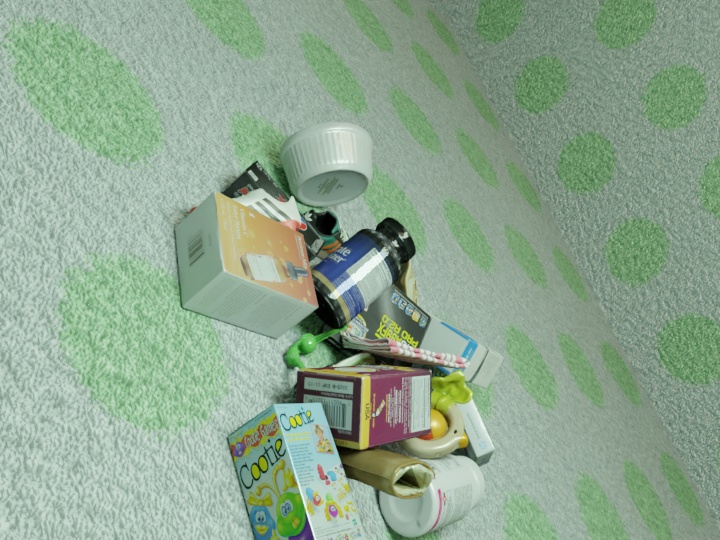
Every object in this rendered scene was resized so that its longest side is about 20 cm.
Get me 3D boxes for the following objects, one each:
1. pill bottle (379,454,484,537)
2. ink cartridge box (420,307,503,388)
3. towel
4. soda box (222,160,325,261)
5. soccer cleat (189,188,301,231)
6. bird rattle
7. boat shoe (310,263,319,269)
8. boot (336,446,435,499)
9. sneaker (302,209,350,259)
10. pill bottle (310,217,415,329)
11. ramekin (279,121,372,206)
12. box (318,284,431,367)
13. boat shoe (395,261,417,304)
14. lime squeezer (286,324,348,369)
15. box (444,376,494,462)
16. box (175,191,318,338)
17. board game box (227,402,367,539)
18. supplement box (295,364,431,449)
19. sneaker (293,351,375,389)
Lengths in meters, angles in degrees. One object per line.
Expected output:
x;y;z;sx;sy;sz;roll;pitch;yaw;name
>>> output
0.128;0.375;1.209;0.198;0.113;0.115;10;51;-54;pill bottle
0.192;0.164;1.483;0.145;0.086;0.199;31;0;36;ink cartridge box
0.081;0.142;1.255;0.197;0.145;0.031;17;79;-35;towel
-0.157;-0.096;1.307;0.201;0.070;0.064;50;27;-11;soda box
-0.194;-0.101;1.210;0.195;0.069;0.087;6;63;-26;soccer cleat
0.105;0.249;1.230;0.195;0.115;0.164;-1;35;-16;bird rattle
-0.042;0.012;1.383;0.198;0.071;0.070;-7;89;-54;boat shoe
0.028;0.289;1.052;0.173;0.197;0.068;5;86;-47;boot
-0.057;-0.070;1.428;0.198;0.079;0.073;16;46;-52;sneaker
0.000;0.000;1.239;0.199;0.112;0.113;-40;94;-20;pill bottle
-0.064;-0.209;1.461;0.200;0.200;0.097;14;58;-51;ramekin
0.032;0.105;1.340;0.199;0.044;0.163;40;63;-27;box
0.091;0.044;1.570;0.067;0.073;0.202;53;27;-30;boat shoe
-0.083;0.129;1.185;0.039;0.069;0.200;68;24;-13;lime squeezer
0.210;0.299;1.400;0.201;0.040;0.159;76;-9;-68;box
-0.180;-0.004;1.132;0.198;0.106;0.155;24;40;-45;box
-0.087;0.295;0.960;0.104;0.102;0.204;12;50;-52;board game box
0.009;0.204;1.096;0.198;0.128;0.106;7;83;-55;supplement box
-0.033;0.200;1.202;0.198;0.076;0.091;-16;83;-55;sneaker
